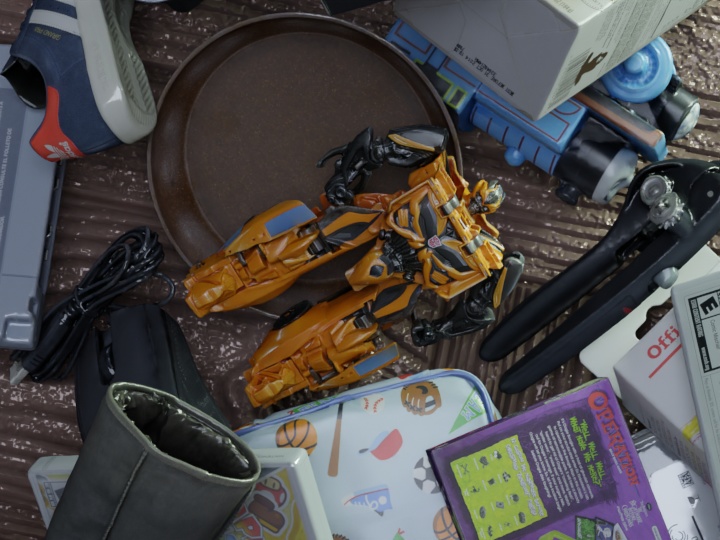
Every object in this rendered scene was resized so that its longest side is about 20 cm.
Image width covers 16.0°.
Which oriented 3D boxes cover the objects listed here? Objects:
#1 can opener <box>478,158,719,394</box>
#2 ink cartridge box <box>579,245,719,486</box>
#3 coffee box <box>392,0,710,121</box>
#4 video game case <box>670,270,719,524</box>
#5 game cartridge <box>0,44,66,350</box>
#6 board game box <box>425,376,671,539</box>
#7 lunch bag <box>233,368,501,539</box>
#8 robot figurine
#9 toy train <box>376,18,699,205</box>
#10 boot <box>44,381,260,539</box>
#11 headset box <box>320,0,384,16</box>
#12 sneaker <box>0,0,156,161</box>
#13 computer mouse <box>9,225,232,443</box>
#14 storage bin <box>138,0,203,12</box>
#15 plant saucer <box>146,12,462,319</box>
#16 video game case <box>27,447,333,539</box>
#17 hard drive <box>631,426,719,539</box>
[{"bbox_3d":[0.156,0.006,1.575,0.200,0.079,0.064,-43,50,10],"label":"can opener"},{"bbox_3d":[0.233,0.067,1.532,0.115,0.068,0.200,-44,66,-8],"label":"ink cartridge box"},{"bbox_3d":[0.129,-0.184,1.511,0.114,0.080,0.200,39,46,16],"label":"coffee box"},{"bbox_3d":[0.279,0.069,1.440,0.181,0.022,0.201,-19,55,16],"label":"video game case"},{"bbox_3d":[-0.256,-0.049,1.615,0.132,0.041,0.201,6,69,2],"label":"game cartridge"},{"bbox_3d":[0.129,0.178,1.527,0.119,0.032,0.201,-21,91,-5],"label":"board game box"},{"bbox_3d":[0.004,0.155,1.574,0.199,0.076,0.161,-17,84,1],"label":"lunch bag"},{"bbox_3d":[0.000,0.000,1.558,0.199,0.058,0.145,-28,105,19],"label":"robot figurine"},{"bbox_3d":[0.110,-0.122,1.594,0.199,0.087,0.115,34,91,10],"label":"toy train"},{"bbox_3d":[-0.169,0.143,1.466,0.181,0.201,0.073,21,43,-5],"label":"boot"},{"bbox_3d":[0.046,-0.249,1.412,0.173,0.093,0.201,-13,47,16],"label":"headset box"},{"bbox_3d":[-0.188,-0.154,1.603,0.084,0.075,0.201,-23,51,15],"label":"sneaker"},{"bbox_3d":[-0.142,0.085,1.557,0.138,0.053,0.201,-43,64,25],"label":"computer mouse"},{"bbox_3d":[-0.074,-0.241,1.596,0.199,0.134,0.146,-35,82,0],"label":"storage bin"},{"bbox_3d":[-0.033,-0.066,1.589,0.199,0.035,0.202,3,110,10],"label":"plant saucer"},{"bbox_3d":[-0.090,0.197,1.519,0.181,0.023,0.201,-4,116,26],"label":"video game case"},{"bbox_3d":[0.240,0.144,1.575,0.199,0.038,0.141,-24,82,2],"label":"hard drive"}]
